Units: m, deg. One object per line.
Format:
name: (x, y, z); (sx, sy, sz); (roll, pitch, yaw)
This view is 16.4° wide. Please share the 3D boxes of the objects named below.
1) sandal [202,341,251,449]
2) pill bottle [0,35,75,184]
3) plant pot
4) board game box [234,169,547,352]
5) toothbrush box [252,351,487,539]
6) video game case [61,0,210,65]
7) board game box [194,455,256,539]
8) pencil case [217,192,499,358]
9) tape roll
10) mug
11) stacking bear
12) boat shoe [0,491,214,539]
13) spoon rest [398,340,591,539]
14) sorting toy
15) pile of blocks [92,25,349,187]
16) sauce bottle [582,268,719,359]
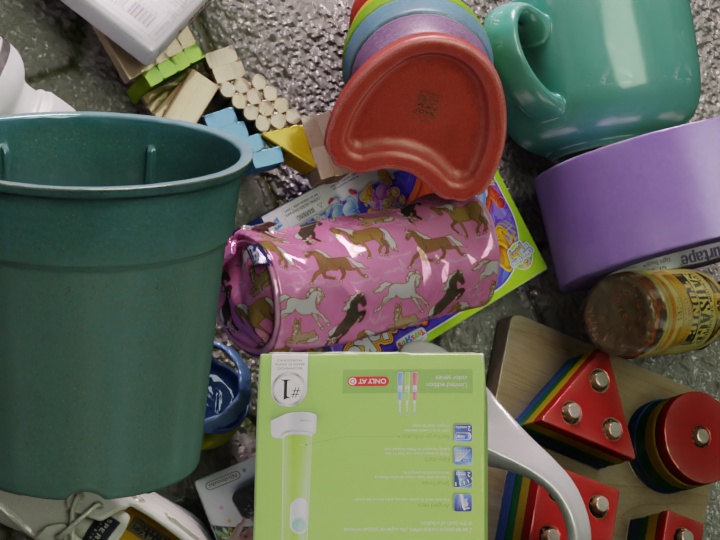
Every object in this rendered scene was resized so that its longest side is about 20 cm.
sandal: (-0.151, 0.069, 1.626); (0.199, 0.087, 0.080); (5, 76, -28)
pill bottle: (-0.285, -0.118, 1.575); (0.200, 0.116, 0.117); (35, 62, -20)
plant pot: (-0.167, 0.021, 1.490); (0.199, 0.200, 0.197); (-6, 108, -32)
board game box: (0.024, -0.014, 1.778); (0.200, 0.045, 0.135); (-30, 94, -33)
toothbrush box: (0.008, 0.158, 1.568); (0.145, 0.086, 0.201); (-1, 68, 4)
video game case: (-0.169, -0.258, 1.704); (0.200, 0.023, 0.182); (37, 60, 4)
board game box: (-0.004, 0.206, 1.630); (0.147, 0.064, 0.201); (-22, 71, -5)
pencil case: (0.000, 0.000, 1.685); (0.199, 0.083, 0.087); (-11, 114, -33)
tape roll: (0.232, -0.049, 1.821); (0.199, 0.200, 0.085); (-9, 81, -33)
mug: (0.160, -0.140, 1.834); (0.184, 0.152, 0.115); (-7, 84, -19)
stacking bear: (0.036, -0.151, 1.754); (0.121, 0.114, 0.200); (15, 25, -14)
boat shoe: (-0.172, 0.158, 1.587); (0.200, 0.070, 0.071); (33, 93, -24)
spoon rest: (0.094, 0.127, 1.708); (0.200, 0.061, 0.099); (54, 24, 9)
sorting toy: (0.183, 0.152, 1.816); (0.199, 0.070, 0.200); (23, 66, -24)
pile of blocks: (-0.102, -0.110, 1.721); (0.200, 0.062, 0.082); (37, 69, -9)
sauce bottle: (0.235, 0.029, 1.850); (0.200, 0.066, 0.066); (-6, 80, -57)
